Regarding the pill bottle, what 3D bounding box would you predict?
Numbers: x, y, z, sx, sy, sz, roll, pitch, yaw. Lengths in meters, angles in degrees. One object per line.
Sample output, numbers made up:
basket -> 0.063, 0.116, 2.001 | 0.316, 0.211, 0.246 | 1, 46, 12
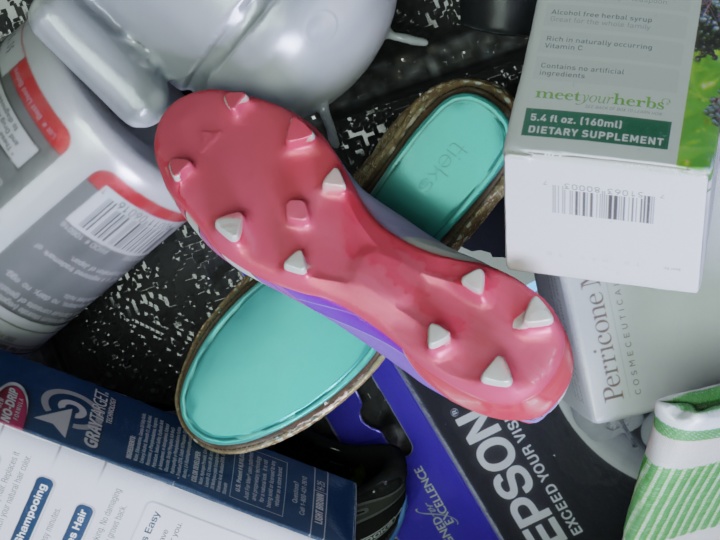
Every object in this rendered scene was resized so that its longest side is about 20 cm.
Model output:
pill bottle -> -0.171, -0.017, 1.104 | 0.200, 0.114, 0.114 | -39, 95, 19

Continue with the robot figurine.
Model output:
robot figurine -> -0.065, -0.141, 1.049 | 0.200, 0.113, 0.170 | 41, 75, -1

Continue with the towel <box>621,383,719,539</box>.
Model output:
towel -> 0.171, 0.104, 1.034 | 0.152, 0.023, 0.200 | -14, 142, -19

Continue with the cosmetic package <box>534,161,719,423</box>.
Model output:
cosmetic package -> 0.176, -0.008, 1.031 | 0.200, 0.074, 0.102 | -14, 98, -5

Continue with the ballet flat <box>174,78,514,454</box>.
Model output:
ballet flat -> 0.000, 0.000, 1.053 | 0.200, 0.065, 0.071 | -45, 90, 9

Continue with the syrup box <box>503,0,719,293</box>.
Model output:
syrup box -> 0.111, -0.096, 0.982 | 0.079, 0.200, 0.081 | 7, 146, 9

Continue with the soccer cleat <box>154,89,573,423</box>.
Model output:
soccer cleat -> -0.001, -0.002, 0.991 | 0.200, 0.076, 0.067 | 33, 75, 17

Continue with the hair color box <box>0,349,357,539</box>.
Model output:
hair color box -> -0.111, 0.109, 1.060 | 0.200, 0.061, 0.100 | 21, 116, -10

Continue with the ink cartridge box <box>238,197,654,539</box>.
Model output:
ink cartridge box -> 0.067, 0.038, 1.111 | 0.200, 0.043, 0.198 | -28, 99, 18

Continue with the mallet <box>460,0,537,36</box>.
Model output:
mallet -> 0.020, -0.135, 0.999 | 0.041, 0.200, 0.066 | 17, 100, 35

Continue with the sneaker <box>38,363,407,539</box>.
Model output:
sneaker -> -0.070, 0.077, 1.118 | 0.199, 0.071, 0.083 | 18, 123, -11
